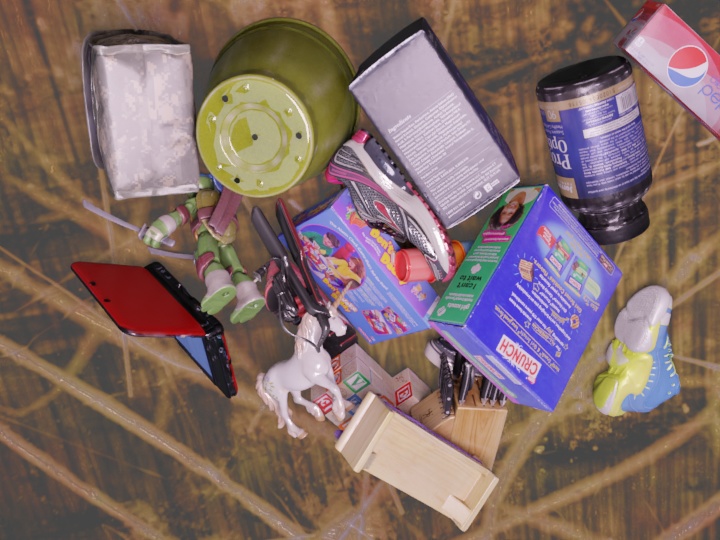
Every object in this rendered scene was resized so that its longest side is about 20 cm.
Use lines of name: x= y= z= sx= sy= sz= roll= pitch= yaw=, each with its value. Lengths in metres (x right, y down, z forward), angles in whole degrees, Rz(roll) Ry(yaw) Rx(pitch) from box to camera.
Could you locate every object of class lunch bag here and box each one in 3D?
lunch bag: x=-0.260 y=-0.190 z=0.898 sx=0.115 sy=0.200 sz=0.167 roll=-7 pitch=112 yaw=-21

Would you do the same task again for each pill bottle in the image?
pill bottle: x=0.283 y=-0.139 z=0.914 sx=0.110 sy=0.112 sz=0.203 roll=-15 pitch=110 yaw=11

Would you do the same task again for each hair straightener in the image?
hair straightener: x=-0.096 y=0.010 z=0.943 sx=0.076 sy=0.041 sz=0.203 roll=-17 pitch=75 yaw=-24

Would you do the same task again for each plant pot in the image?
plant pot: x=-0.104 y=-0.175 z=0.889 sx=0.196 sy=0.194 sz=0.204 roll=2 pitch=114 yaw=4

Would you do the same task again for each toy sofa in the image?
toy sofa: x=0.067 y=0.233 z=0.962 sx=0.199 sy=0.097 sz=0.084 roll=34 pitch=90 yaw=-23

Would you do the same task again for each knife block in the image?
knife block: x=0.162 y=0.186 z=1.015 sx=0.174 sy=0.064 sz=0.200 roll=-35 pitch=118 yaw=18

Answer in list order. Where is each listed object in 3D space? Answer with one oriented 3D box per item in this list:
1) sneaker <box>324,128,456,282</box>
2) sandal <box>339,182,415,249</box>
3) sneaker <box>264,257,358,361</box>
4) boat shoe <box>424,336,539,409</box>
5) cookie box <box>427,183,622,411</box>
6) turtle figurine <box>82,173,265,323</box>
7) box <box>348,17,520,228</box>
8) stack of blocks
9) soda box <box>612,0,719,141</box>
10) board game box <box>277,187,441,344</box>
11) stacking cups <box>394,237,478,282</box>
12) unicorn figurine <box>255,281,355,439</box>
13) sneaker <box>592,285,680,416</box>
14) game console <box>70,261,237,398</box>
sneaker: x=0.041 y=-0.067 z=0.902 sx=0.074 sy=0.081 sz=0.201 roll=-40 pitch=82 yaw=8
sandal: x=0.042 y=-0.063 z=0.980 sx=0.081 sy=0.054 sz=0.203 roll=-36 pitch=113 yaw=-25
sneaker: x=-0.063 y=0.049 z=1.051 sx=0.073 sy=0.088 sz=0.201 roll=-28 pitch=132 yaw=10
boat shoe: x=0.191 y=0.112 z=1.057 sx=0.197 sy=0.075 sz=0.094 roll=21 pitch=109 yaw=-14
cookie box: x=0.198 y=0.031 z=0.908 sx=0.171 sy=0.075 sz=0.202 roll=42 pitch=70 yaw=-24
turtle figurine: x=-0.217 y=-0.016 z=0.983 sx=0.197 sy=0.196 sz=0.145 roll=-23 pitch=152 yaw=-16
box: x=0.086 y=-0.176 z=0.896 sx=0.103 sy=0.149 sz=0.201 roll=-32 pitch=107 yaw=17
stack of blocks: x=0.035 y=0.194 z=1.085 sx=0.114 sy=0.059 sz=0.200 roll=-36 pitch=118 yaw=18
soda box: x=0.391 y=-0.222 z=0.892 sx=0.199 sy=0.070 sz=0.064 roll=37 pitch=110 yaw=-10
board game box: x=0.000 y=0.000 z=0.998 sx=0.201 sy=0.045 sz=0.134 roll=50 pitch=144 yaw=-15
stacking cups: x=0.137 y=-0.010 z=0.967 sx=0.196 sy=0.061 sz=0.062 roll=-8 pitch=115 yaw=-21
unicorn figurine: x=-0.064 y=0.130 z=0.985 sx=0.198 sy=0.074 sz=0.139 roll=-31 pitch=92 yaw=20
sneaker: x=0.393 y=0.112 z=1.042 sx=0.103 sy=0.076 sz=0.203 roll=10 pitch=121 yaw=-12
game console: x=-0.262 y=0.076 z=0.982 sx=0.117 sy=0.199 sz=0.175 roll=-26 pitch=129 yaw=-26
